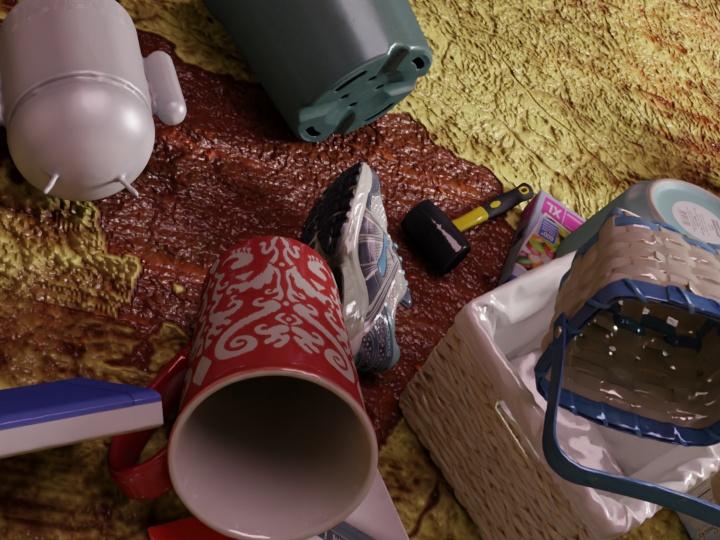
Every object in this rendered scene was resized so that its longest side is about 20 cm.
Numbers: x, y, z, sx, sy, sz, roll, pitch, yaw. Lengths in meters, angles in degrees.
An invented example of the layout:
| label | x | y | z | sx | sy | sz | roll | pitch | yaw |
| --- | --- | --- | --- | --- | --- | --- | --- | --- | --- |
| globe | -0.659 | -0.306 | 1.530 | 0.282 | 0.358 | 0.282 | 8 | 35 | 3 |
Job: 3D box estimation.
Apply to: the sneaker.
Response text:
| label | x | y | z | sx | sy | sz | roll | pitch | yaw |
| --- | --- | --- | --- | --- | --- | --- | --- | --- | --- |
| sneaker | 0.000 | 0.000 | 0.990 | 0.086 | 0.077 | 0.203 | 27 | 50 | -29 |

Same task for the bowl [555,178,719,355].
| label | x | y | z | sx | sy | sz | roll | pitch | yaw |
| --- | --- | --- | --- | --- | --- | --- | --- | --- | --- |
| bowl | 0.291 | -0.008 | 1.078 | 0.197 | 0.106 | 0.203 | 16 | 38 | -13 |

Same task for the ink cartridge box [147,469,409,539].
| label | x | y | z | sx | sy | sz | roll | pitch | yaw |
| --- | --- | --- | --- | --- | --- | --- | --- | --- | --- |
| ink cartridge box | -0.029 | 0.236 | 0.782 | 0.174 | 0.045 | 0.202 | -5 | 58 | -38 |

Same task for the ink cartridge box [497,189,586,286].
| label | x | y | z | sx | sy | sz | roll | pitch | yaw |
| --- | --- | --- | --- | --- | --- | --- | --- | --- | --- |
| ink cartridge box | 0.193 | 0.020 | 1.118 | 0.118 | 0.042 | 0.201 | 33 | 45 | -6 |

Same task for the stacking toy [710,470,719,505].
| label | x | y | z | sx | sy | sz | roll | pitch | yaw |
| --- | --- | --- | --- | --- | --- | --- | --- | --- | --- |
| stacking toy | 0.385 | 0.162 | 1.010 | 0.198 | 0.086 | 0.086 | -14 | 63 | -46 |

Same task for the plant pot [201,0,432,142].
| label | x | y | z | sx | sy | sz | roll | pitch | yaw |
| --- | --- | --- | --- | --- | --- | --- | --- | --- | --- |
| plant pot | -0.040 | -0.242 | 1.075 | 0.198 | 0.200 | 0.198 | -18 | 73 | -42 |

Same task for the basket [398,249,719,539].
| label | x | y | z | sx | sy | sz | roll | pitch | yaw |
| --- | --- | --- | --- | --- | --- | --- | --- | --- | --- |
| basket | 0.167 | 0.113 | 0.919 | 0.198 | 0.161 | 0.200 | -20 | 68 | -36 |

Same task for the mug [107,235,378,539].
| label | x | y | z | sx | sy | sz | roll | pitch | yaw |
| --- | --- | --- | --- | --- | --- | --- | --- | --- | --- |
| mug | -0.082 | 0.068 | 0.802 | 0.174 | 0.136 | 0.201 | 3 | 29 | -6 |

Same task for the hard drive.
| label | x | y | z | sx | sy | sz | roll | pitch | yaw |
| --- | --- | --- | --- | --- | --- | --- | --- | --- | --- |
| hard drive | -0.237 | 0.094 | 0.701 | 0.197 | 0.131 | 0.026 | -7 | 93 | -37 |

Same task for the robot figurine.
| label | x | y | z | sx | sy | sz | roll | pitch | yaw |
| --- | --- | --- | --- | --- | --- | --- | --- | --- | --- |
| robot figurine | -0.223 | -0.138 | 0.909 | 0.166 | 0.114 | 0.203 | -8 | 58 | -15 |

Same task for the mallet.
| label | x | y | z | sx | sy | sz | roll | pitch | yaw |
| --- | --- | --- | --- | --- | --- | --- | --- | --- | --- |
| mallet | 0.108 | -0.061 | 1.132 | 0.066 | 0.041 | 0.200 | 43 | 38 | 8 |

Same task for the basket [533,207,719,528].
| label | x | y | z | sx | sy | sz | roll | pitch | yaw |
| --- | --- | --- | --- | --- | --- | --- | --- | --- | --- |
| basket | 0.206 | 0.072 | 0.770 | 0.174 | 0.140 | 0.202 | 20 | 43 | -9 |

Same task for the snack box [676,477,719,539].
| label | x | y | z | sx | sy | sz | roll | pitch | yaw |
| --- | --- | --- | --- | --- | --- | --- | --- | --- | --- |
| snack box | 0.335 | 0.151 | 1.084 | 0.167 | 0.068 | 0.202 | -9 | 60 | -39 |
